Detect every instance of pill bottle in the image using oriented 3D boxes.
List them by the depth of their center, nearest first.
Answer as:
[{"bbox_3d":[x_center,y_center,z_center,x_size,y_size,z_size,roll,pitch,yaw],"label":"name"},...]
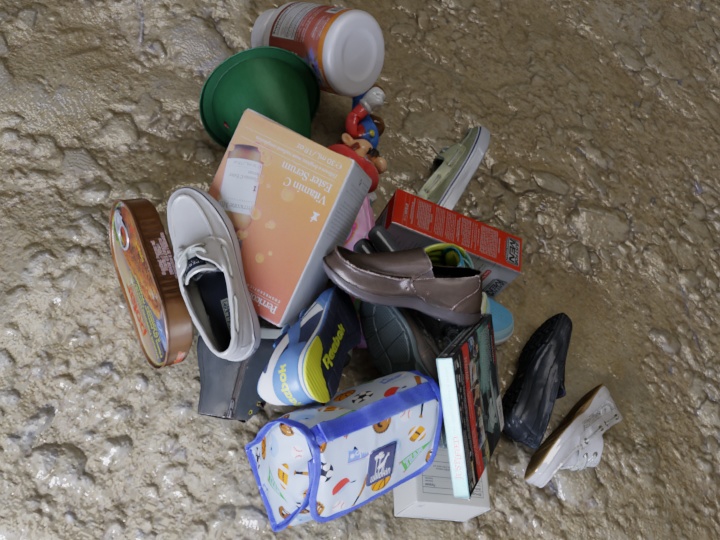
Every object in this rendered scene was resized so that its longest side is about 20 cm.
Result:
[{"bbox_3d":[-0.067,-0.319,1.084,0.111,0.115,0.198,-29,36,-33],"label":"pill bottle"}]

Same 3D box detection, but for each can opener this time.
[{"bbox_3d":[0.072,0.032,0.947,0.201,0.053,0.067,52,21,1],"label":"can opener"}]

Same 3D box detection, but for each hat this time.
[{"bbox_3d":[-0.099,-0.156,0.977,0.198,0.165,0.179,26,31,-46],"label":"hat"}]

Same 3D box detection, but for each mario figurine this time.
[{"bbox_3d":[0.014,-0.175,1.083,0.124,0.104,0.203,48,37,-29],"label":"mario figurine"}]

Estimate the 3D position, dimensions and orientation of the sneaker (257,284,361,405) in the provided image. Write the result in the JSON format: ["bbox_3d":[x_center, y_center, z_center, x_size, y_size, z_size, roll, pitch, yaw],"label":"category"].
[{"bbox_3d":[-0.054,0.079,0.843,0.075,0.081,0.200,63,24,-14],"label":"sneaker"}]

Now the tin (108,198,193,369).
[{"bbox_3d":[-0.241,0.012,0.871,0.041,0.112,0.204,-9,67,-38],"label":"tin"}]

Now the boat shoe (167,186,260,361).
[{"bbox_3d":[-0.167,0.000,0.815,0.070,0.066,0.205,-20,80,11],"label":"boat shoe"}]

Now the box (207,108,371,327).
[{"bbox_3d":[-0.099,-0.056,0.895,0.149,0.106,0.204,25,89,13],"label":"box"}]

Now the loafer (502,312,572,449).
[{"bbox_3d":[0.250,0.148,1.044,0.070,0.068,0.203,37,59,-9],"label":"loafer"}]

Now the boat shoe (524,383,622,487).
[{"bbox_3d":[0.292,0.230,1.010,0.198,0.071,0.070,-34,77,-36],"label":"boat shoe"}]

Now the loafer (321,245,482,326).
[{"bbox_3d":[0.053,0.001,0.868,0.195,0.073,0.073,15,18,-12],"label":"loafer"}]

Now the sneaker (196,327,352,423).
[{"bbox_3d":[-0.102,0.127,0.904,0.195,0.074,0.110,9,76,-26],"label":"sneaker"}]

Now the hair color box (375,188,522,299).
[{"bbox_3d":[0.115,-0.029,1.058,0.195,0.102,0.062,21,54,-13],"label":"hair color box"}]

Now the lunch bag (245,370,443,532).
[{"bbox_3d":[-0.015,0.189,0.817,0.167,0.201,0.126,-16,69,-31],"label":"lunch bag"}]

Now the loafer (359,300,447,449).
[{"bbox_3d":[0.068,0.111,0.903,0.062,0.072,0.203,-15,71,-50],"label":"loafer"}]

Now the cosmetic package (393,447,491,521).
[{"bbox_3d":[0.094,0.195,0.940,0.101,0.073,0.205,11,59,-18],"label":"cosmetic package"}]

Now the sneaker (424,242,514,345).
[{"bbox_3d":[0.140,0.033,1.016,0.195,0.131,0.081,17,54,-15],"label":"sneaker"}]

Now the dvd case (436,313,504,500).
[{"bbox_3d":[0.128,0.142,0.853,0.199,0.021,0.150,-26,109,-66],"label":"dvd case"}]

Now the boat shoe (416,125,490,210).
[{"bbox_3d":[0.141,-0.157,1.160,0.061,0.072,0.202,33,57,-5],"label":"boat shoe"}]

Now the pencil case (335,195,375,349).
[{"bbox_3d":[0.000,0.000,0.989,0.085,0.087,0.205,-7,72,-27],"label":"pencil case"}]
